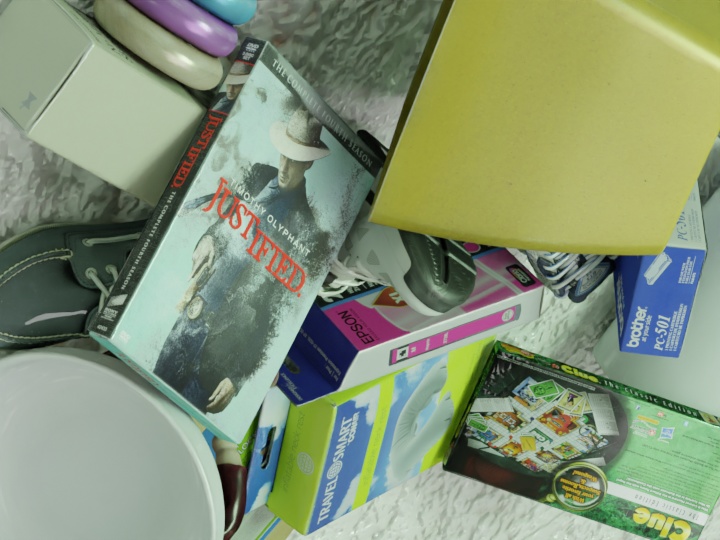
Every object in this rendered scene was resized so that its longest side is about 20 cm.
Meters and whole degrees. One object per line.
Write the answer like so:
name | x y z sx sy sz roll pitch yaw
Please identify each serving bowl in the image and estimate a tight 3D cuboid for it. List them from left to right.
serving bowl | -0.168 0.136 1.543 0.200 0.200 0.066 -65 169 24

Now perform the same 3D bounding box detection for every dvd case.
dvd case | -0.070 -0.016 1.488 0.146 0.022 0.200 45 66 -48

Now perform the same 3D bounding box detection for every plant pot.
plant pot | 0.130 -0.122 1.532 0.176 0.200 0.200 20 117 -2

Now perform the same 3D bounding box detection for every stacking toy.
stacking toy | -0.066 -0.205 1.438 0.085 0.085 0.200 25 102 -50

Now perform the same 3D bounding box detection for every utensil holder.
utensil holder | 0.296 0.034 1.897 0.200 0.170 0.170 -51 141 11

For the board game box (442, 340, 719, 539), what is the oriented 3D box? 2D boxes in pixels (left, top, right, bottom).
board game box | 0.170 0.129 1.826 0.199 0.023 0.105 20 108 -11

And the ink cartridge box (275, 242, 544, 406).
ink cartridge box | 0.017 0.024 1.699 0.200 0.095 0.037 -21 136 -27

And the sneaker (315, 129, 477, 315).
sneaker | 0.000 0.000 1.591 0.076 0.201 0.115 39 102 -27

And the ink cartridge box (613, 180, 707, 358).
ink cartridge box | 0.201 -0.040 1.731 0.044 0.200 0.094 7 127 -3

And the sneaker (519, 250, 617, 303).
sneaker | 0.141 -0.026 1.710 0.077 0.085 0.200 -33 168 4

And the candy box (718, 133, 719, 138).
candy box | 0.298 -0.197 1.779 0.115 0.055 0.200 -23 136 -25

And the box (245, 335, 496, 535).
box | 0.008 0.102 1.771 0.200 0.048 0.122 -25 140 -42

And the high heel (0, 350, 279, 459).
high heel | -0.147 0.059 1.585 0.199 0.068 0.096 -19 147 -9

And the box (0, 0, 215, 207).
box | -0.133 -0.089 1.479 0.068 0.082 0.200 -51 143 7

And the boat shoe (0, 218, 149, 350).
boat shoe | -0.152 0.004 1.541 0.200 0.062 0.073 -14 101 -38

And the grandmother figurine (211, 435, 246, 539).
grandmother figurine | -0.118 0.154 1.611 0.121 0.200 0.061 -50 147 10

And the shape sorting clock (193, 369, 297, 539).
shape sorting clock | -0.100 0.154 1.756 0.200 0.039 0.200 -34 144 -29
